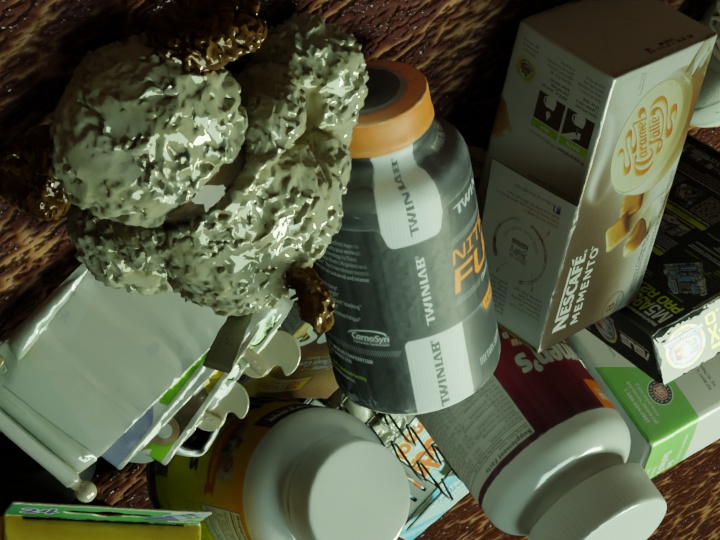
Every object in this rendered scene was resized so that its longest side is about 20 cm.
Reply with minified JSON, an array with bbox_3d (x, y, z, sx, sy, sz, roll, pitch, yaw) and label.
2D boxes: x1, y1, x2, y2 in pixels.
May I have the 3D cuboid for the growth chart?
[{"bbox_3d":[-0.129,0.046,1.432,0.200,0.145,0.018,-40,-162,7],"label":"growth chart"}]

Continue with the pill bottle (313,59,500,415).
[{"bbox_3d":[0.019,-0.022,1.445,0.106,0.106,0.201,-26,128,-19],"label":"pill bottle"}]

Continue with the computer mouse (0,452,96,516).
[{"bbox_3d":[-0.257,0.162,1.565,0.199,0.034,0.059,-25,163,-7],"label":"computer mouse"}]

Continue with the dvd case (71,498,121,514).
[{"bbox_3d":[-0.132,0.208,1.724,0.018,0.142,0.200,-63,162,-15],"label":"dvd case"}]

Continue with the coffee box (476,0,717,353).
[{"bbox_3d":[0.137,-0.065,1.531,0.114,0.080,0.201,-23,137,-44],"label":"coffee box"}]

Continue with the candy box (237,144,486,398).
[{"bbox_3d":[0.000,0.000,1.589,0.200,0.055,0.115,-46,155,21],"label":"candy box"}]

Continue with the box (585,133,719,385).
[{"bbox_3d":[0.212,-0.015,1.679,0.160,0.200,0.044,-29,124,-16],"label":"box"}]

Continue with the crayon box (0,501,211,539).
[{"bbox_3d":[-0.176,0.190,1.545,0.125,0.052,0.200,5,163,-16],"label":"crayon box"}]

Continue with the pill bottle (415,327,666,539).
[{"bbox_3d":[0.106,0.101,1.597,0.109,0.200,0.110,-29,154,-16],"label":"pill bottle"}]

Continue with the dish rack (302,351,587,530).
[{"bbox_3d":[0.044,0.095,1.731,0.153,0.055,0.200,37,99,-28],"label":"dish rack"}]

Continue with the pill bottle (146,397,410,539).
[{"bbox_3d":[-0.052,0.140,1.604,0.109,0.110,0.199,-21,-167,-30],"label":"pill bottle"}]

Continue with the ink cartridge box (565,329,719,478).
[{"bbox_3d":[0.265,0.053,1.940,0.199,0.146,0.084,-27,156,-17],"label":"ink cartridge box"}]

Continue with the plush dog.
[{"bbox_3d":[-0.091,-0.053,1.277,0.200,0.161,0.172,-40,133,14],"label":"plush dog"}]

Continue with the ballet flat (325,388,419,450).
[{"bbox_3d":[0.021,0.084,1.793,0.200,0.072,0.072,-40,157,6],"label":"ballet flat"}]

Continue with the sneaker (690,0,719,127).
[{"bbox_3d":[0.253,-0.180,1.581,0.092,0.076,0.200,10,123,-50],"label":"sneaker"}]

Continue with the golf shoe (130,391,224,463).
[{"bbox_3d":[-0.132,0.092,1.542,0.077,0.095,0.200,-29,158,-16],"label":"golf shoe"}]

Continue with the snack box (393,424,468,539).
[{"bbox_3d":[0.067,0.119,1.887,0.200,0.037,0.116,-43,133,19],"label":"snack box"}]
